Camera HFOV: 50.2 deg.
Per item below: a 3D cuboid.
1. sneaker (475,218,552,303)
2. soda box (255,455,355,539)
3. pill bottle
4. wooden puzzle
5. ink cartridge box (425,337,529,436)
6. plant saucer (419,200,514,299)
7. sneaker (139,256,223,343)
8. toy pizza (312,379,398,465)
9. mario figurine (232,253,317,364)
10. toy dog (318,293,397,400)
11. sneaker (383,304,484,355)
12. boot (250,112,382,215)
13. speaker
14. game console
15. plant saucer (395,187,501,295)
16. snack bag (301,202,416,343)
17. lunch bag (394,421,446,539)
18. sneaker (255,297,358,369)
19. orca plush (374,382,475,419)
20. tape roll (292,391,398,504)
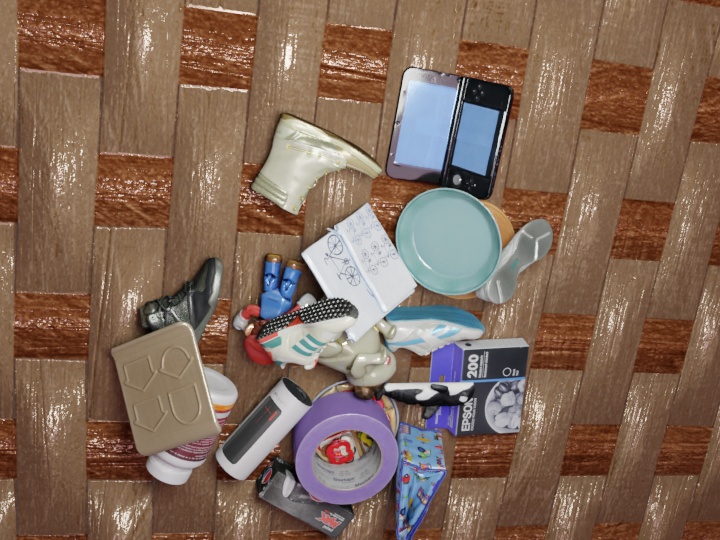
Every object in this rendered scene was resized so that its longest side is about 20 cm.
[{"bbox_3d":[0.282,-0.022,1.441,0.200,0.080,0.071,-47,106,-16],"label":"sneaker"},{"bbox_3d":[-0.110,0.457,1.548,0.199,0.063,0.071,35,98,-21],"label":"soda box"},{"bbox_3d":[-0.316,0.287,1.416,0.112,0.113,0.201,24,101,-19],"label":"pill bottle"},{"bbox_3d":[-0.335,0.206,1.342,0.184,0.046,0.202,-21,85,25],"label":"wooden puzzle"},{"bbox_3d":[0.237,0.239,1.567,0.198,0.043,0.200,-1,108,-11],"label":"ink cartridge box"},{"bbox_3d":[0.208,-0.037,1.471,0.198,0.037,0.202,-4,108,-11],"label":"plant saucer"},{"bbox_3d":[-0.319,0.058,1.359,0.113,0.076,0.201,22,107,-25],"label":"sneaker"},{"bbox_3d":[-0.017,0.313,1.538,0.198,0.032,0.202,-4,109,-11],"label":"toy pizza"},{"bbox_3d":[-0.156,0.073,1.403,0.105,0.123,0.202,13,95,-42],"label":"mario figurine"},{"bbox_3d":[-0.019,0.154,1.426,0.193,0.140,0.200,-32,120,28],"label":"toy dog"},{"bbox_3d":[0.141,0.118,1.493,0.198,0.077,0.082,2,115,-6],"label":"sneaker"},{"bbox_3d":[-0.076,-0.166,1.344,0.199,0.072,0.156,24,101,-14],"label":"boot"},{"bbox_3d":[-0.183,0.301,1.470,0.081,0.081,0.200,40,96,-21],"label":"speaker"},{"bbox_3d":[0.155,-0.240,1.352,0.118,0.172,0.202,-4,112,-40],"label":"game console"},{"bbox_3d":[0.162,-0.055,1.396,0.198,0.036,0.202,8,112,21],"label":"plant saucer"},{"bbox_3d":[0.000,0.000,1.360,0.200,0.021,0.190,-36,100,-42],"label":"snack bag"},{"bbox_3d":[0.099,0.435,1.538,0.093,0.151,0.202,13,109,-3],"label":"lunch bag"},{"bbox_3d":[-0.077,0.113,1.297,0.198,0.071,0.094,-18,114,25],"label":"sneaker"},{"bbox_3d":[0.124,0.254,1.490,0.198,0.105,0.072,2,83,-19],"label":"orca plush"},{"bbox_3d":[-0.031,0.342,1.481,0.198,0.085,0.202,-3,111,-8],"label":"tape roll"}]
